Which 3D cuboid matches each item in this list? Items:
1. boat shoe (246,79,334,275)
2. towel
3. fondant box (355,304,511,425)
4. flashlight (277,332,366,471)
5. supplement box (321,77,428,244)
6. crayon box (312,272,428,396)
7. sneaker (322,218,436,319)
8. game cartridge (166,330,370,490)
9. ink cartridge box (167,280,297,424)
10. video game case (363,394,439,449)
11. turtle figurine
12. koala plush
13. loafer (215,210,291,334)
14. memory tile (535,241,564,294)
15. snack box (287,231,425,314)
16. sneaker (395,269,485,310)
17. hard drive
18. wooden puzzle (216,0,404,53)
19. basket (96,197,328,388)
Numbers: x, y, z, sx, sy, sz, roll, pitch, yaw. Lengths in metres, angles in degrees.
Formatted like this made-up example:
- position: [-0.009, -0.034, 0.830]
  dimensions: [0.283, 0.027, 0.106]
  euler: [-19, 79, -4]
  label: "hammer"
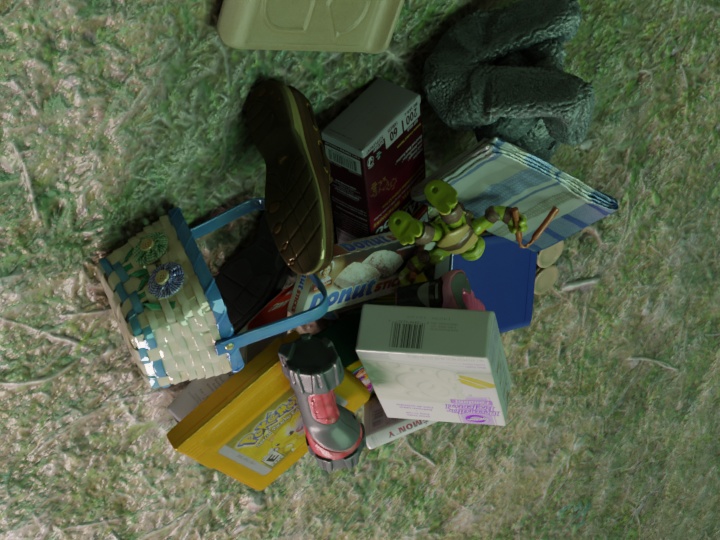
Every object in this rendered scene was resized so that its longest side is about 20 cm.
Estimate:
- position: [-0.056, -0.094, 1.338]
  dimensions: [0.072, 0.202, 0.067]
  euler: [-24, 163, 37]
  label: "boat shoe"
- position: [0.171, -0.079, 1.488]
  dimensions: [0.199, 0.024, 0.147]
  euler: [22, 146, -31]
  label: "towel"
- position: [0.085, 0.107, 1.481]
  dimensions: [0.200, 0.143, 0.059]
  euler: [66, 30, -61]
  label: "fondant box"
- position: [-0.034, 0.140, 1.400]
  dimensions: [0.067, 0.068, 0.201]
  euler: [-29, 148, -14]
  label: "flashlight"
- position: [0.020, -0.099, 1.486]
  dimensions: [0.109, 0.061, 0.201]
  euler: [-46, 148, -30]
  label: "supplement box"
- position: [0.003, 0.104, 1.621]
  dimensions: [0.172, 0.058, 0.200]
  euler: [-30, 163, -22]
  label: "crayon box"
- position: [0.022, 0.001, 1.593]
  dimensions: [0.199, 0.072, 0.072]
  euler: [-30, 139, -25]
  label: "sneaker"
- position: [-0.094, 0.156, 1.449]
  dimensions: [0.176, 0.032, 0.200]
  euler: [-41, 151, 4]
  label: "game cartridge"
- position: [-0.109, 0.088, 1.477]
  dimensions: [0.200, 0.050, 0.162]
  euler: [-43, 176, 13]
  label: "ink cartridge box"
- position: [0.089, 0.148, 1.672]
  dimensions: [0.181, 0.200, 0.023]
  euler: [-24, 102, 6]
  label: "video game case"
- position: [0.107, -0.048, 1.458]
  dimensions: [0.199, 0.065, 0.161]
  euler: [-27, 153, 18]
  label: "turtle figurine"
- position: [0.171, -0.180, 1.505]
  dimensions: [0.182, 0.179, 0.200]
  euler: [-8, 149, 10]
  label: "koala plush"
- position: [-0.098, -0.006, 1.468]
  dimensions: [0.201, 0.072, 0.063]
  euler: [-57, 147, 7]
  label: "loafer"
- position: [0.201, -0.001, 1.821]
  dimensions: [0.199, 0.017, 0.154]
  euler: [-25, 138, -28]
  label: "memory tile"
- position: [0.000, 0.000, 1.454]
  dimensions: [0.199, 0.024, 0.072]
  euler: [-15, 131, -51]
  label: "snack box"
- position: [0.092, 0.063, 1.525]
  dimensions: [0.095, 0.080, 0.200]
  euler: [-10, 149, 14]
  label: "sneaker"
- position: [0.161, 0.019, 1.704]
  dimensions: [0.199, 0.025, 0.133]
  euler: [-10, 107, -50]
  label: "hard drive"
- position: [-0.035, -0.301, 1.282]
  dimensions: [0.199, 0.046, 0.186]
  euler: [-3, 125, -38]
  label: "wooden puzzle"
- position: [-0.149, 0.019, 1.345]
  dimensions: [0.199, 0.177, 0.140]
  euler: [-22, 137, -16]
  label: "basket"
